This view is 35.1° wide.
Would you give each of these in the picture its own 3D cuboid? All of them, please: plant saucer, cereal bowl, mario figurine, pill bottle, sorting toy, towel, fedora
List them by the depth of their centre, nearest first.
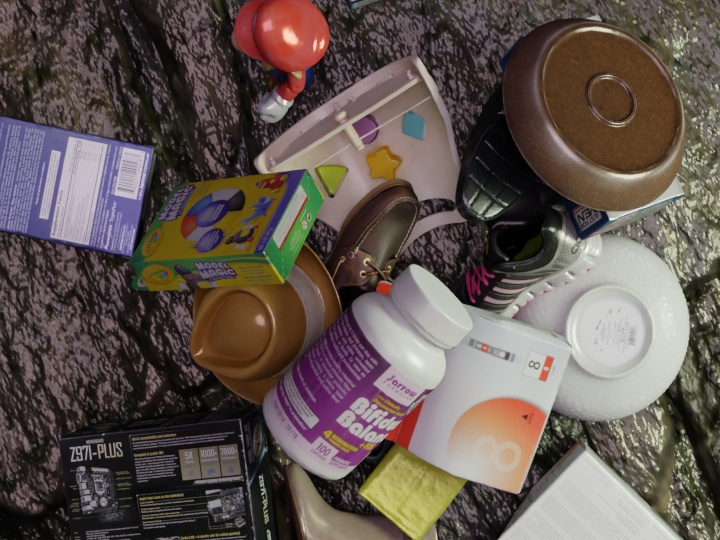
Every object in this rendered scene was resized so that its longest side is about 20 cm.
[{"bbox_3d":[0.009,0.093,1.070,0.112,0.112,0.200,43,106,-1],"label":"pill bottle"},{"bbox_3d":[0.230,-0.155,1.074,0.198,0.034,0.203,7,71,-19],"label":"plant saucer"},{"bbox_3d":[-0.093,-0.226,1.125,0.106,0.200,0.124,-41,91,0],"label":"mario figurine"},{"bbox_3d":[-0.112,0.055,1.148,0.199,0.082,0.203,9,106,32],"label":"fedora"},{"bbox_3d":[0.024,-0.101,1.184,0.199,0.107,0.181,-29,105,16],"label":"sorting toy"},{"bbox_3d":[0.252,0.061,1.193,0.197,0.083,0.203,0,90,0],"label":"cereal bowl"},{"bbox_3d":[0.089,0.183,1.206,0.086,0.018,0.200,39,78,3],"label":"towel"}]

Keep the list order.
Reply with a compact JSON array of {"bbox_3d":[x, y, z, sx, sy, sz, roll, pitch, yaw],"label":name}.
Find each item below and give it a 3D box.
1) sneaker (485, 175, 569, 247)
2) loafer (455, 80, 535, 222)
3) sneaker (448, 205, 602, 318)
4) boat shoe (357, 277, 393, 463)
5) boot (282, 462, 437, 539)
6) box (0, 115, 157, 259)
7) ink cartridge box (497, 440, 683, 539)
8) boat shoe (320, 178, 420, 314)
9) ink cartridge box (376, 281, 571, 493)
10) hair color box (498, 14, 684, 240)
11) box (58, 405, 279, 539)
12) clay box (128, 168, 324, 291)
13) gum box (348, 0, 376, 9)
[{"bbox_3d":[0.213,-0.103,1.203,0.199,0.070,0.078,-34,114,-6],"label":"sneaker"},{"bbox_3d":[0.141,-0.123,1.156,0.073,0.072,0.201,41,58,-16],"label":"loafer"},{"bbox_3d":[0.143,-0.004,1.160,0.199,0.074,0.087,-31,130,29],"label":"sneaker"},{"bbox_3d":[0.014,0.106,1.199,0.074,0.066,0.202,10,91,-1],"label":"boat shoe"},{"bbox_3d":[0.008,0.286,1.208,0.145,0.070,0.202,-14,92,-7],"label":"boot"},{"bbox_3d":[-0.325,-0.091,1.209,0.198,0.032,0.123,12,91,-2],"label":"box"},{"bbox_3d":[0.227,0.311,1.222,0.162,0.050,0.200,44,99,-1],"label":"ink cartridge box"},{"bbox_3d":[0.000,0.000,1.163,0.070,0.071,0.201,16,122,-35],"label":"boat shoe"},{"bbox_3d":[0.091,0.115,1.131,0.198,0.050,0.164,16,102,-8],"label":"ink cartridge box"},{"bbox_3d":[0.225,-0.142,1.119,0.099,0.061,0.202,-18,79,-25],"label":"hair color box"},{"bbox_3d":[-0.195,0.236,1.175,0.198,0.086,0.166,-8,91,10],"label":"box"},{"bbox_3d":[-0.144,-0.038,1.133,0.198,0.116,0.048,-3,136,32],"label":"clay box"},{"bbox_3d":[0.041,-0.401,1.201,0.168,0.045,0.202,-17,92,0],"label":"gum box"}]
